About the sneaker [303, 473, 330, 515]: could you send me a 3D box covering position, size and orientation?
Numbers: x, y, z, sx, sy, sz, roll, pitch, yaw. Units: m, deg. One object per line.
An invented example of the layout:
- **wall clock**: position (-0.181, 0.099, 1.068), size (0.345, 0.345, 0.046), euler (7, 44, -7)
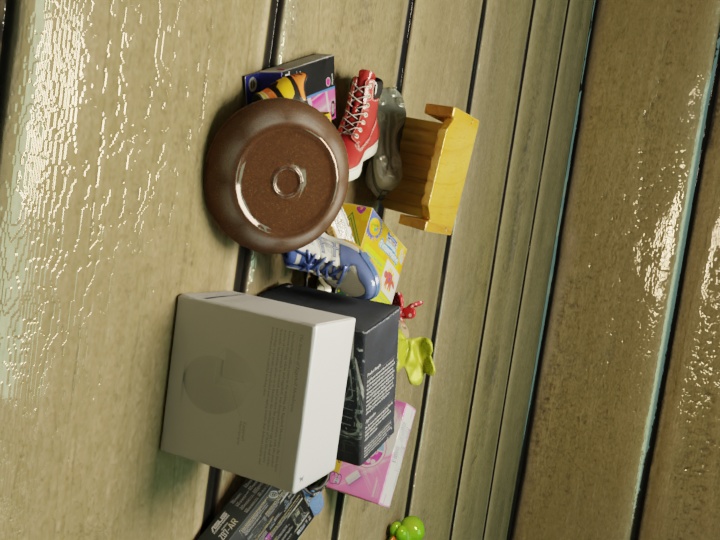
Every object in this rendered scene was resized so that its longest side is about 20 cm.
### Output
- **sneaker**: position (-0.091, 0.350, 1.286), size (0.079, 0.088, 0.201), euler (-61, 150, -32)

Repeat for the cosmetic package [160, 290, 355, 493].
- **cosmetic package**: position (-0.127, 0.143, 0.995), size (0.123, 0.197, 0.203), euler (-3, 102, -65)

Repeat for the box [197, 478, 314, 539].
- **box**: position (-0.159, 0.394, 1.163), size (0.200, 0.043, 0.162), euler (-49, 143, -30)

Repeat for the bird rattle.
- **bird rattle**: position (0.050, 0.133, 1.475), size (0.112, 0.201, 0.164), euler (26, 116, -33)

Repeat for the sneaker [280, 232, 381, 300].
- **sneaker**: position (-0.063, -0.015, 1.100), size (0.088, 0.199, 0.076), euler (-32, 151, -50)

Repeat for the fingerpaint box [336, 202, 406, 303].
- **fingerpaint box**: position (0.000, 0.000, 1.368), size (0.200, 0.072, 0.169), euler (41, 63, -63)

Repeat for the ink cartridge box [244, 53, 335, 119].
- **ink cartridge box**: position (-0.095, -0.243, 1.116), size (0.200, 0.037, 0.096), euler (-38, 133, -53)

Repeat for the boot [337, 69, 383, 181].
- **boot**: position (-0.016, -0.229, 1.223), size (0.201, 0.071, 0.146), euler (-57, 159, -55)

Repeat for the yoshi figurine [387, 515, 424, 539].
- **yoshi figurine**: position (0.118, 0.659, 1.860), size (0.113, 0.110, 0.203), euler (-71, 157, -57)

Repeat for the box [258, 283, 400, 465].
- **box**: position (-0.056, 0.142, 1.131), size (0.124, 0.197, 0.200), euler (-27, 123, -60)

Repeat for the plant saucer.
- **plant saucer**: position (-0.099, -0.116, 1.009), size (0.197, 0.037, 0.204), euler (-8, 109, -23)

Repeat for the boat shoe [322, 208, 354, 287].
- **boat shoe**: position (-0.054, -0.076, 1.176), size (0.069, 0.070, 0.203), euler (-31, 103, -61)

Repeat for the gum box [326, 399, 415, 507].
- **gum box**: position (0.023, 0.331, 1.497), size (0.066, 0.112, 0.203), euler (45, 59, -61)

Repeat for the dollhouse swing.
- **dollhouse swing**: position (0.088, -0.183, 1.360), size (0.181, 0.174, 0.203), euler (1, 105, -63)

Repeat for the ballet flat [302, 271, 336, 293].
- **ballet flat**: position (-0.058, 0.013, 1.228), size (0.073, 0.072, 0.204), euler (10, 88, -65)

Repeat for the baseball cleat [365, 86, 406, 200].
- **baseball cleat**: position (0.035, -0.221, 1.386), size (0.107, 0.069, 0.203), euler (129, -30, -59)

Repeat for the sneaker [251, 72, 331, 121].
- **sneaker**: position (-0.066, -0.169, 1.068), size (0.090, 0.070, 0.202), euler (-35, 123, -13)
